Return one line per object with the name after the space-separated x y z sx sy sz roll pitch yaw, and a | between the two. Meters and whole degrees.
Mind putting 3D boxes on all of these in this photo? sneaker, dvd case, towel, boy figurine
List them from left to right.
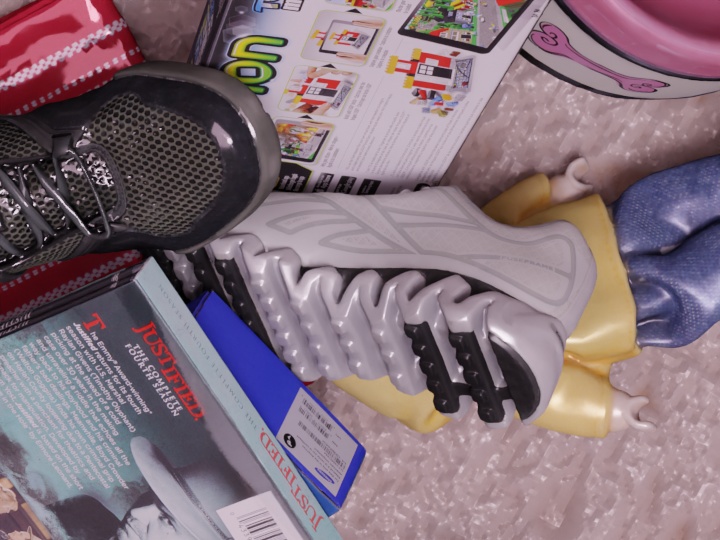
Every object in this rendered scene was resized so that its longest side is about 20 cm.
-0.127 -0.022 0.852 0.199 0.114 0.076 -4 114 34 | sneaker
-0.123 0.089 0.900 0.200 0.022 0.146 -23 111 29 | dvd case
-0.126 -0.009 0.964 0.145 0.022 0.200 -26 101 8 | towel
0.000 0.000 0.901 0.200 0.081 0.075 15 144 28 | sneaker
0.083 0.018 0.928 0.200 0.064 0.124 -25 60 12 | boy figurine

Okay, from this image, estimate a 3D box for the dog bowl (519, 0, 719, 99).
0.128 -0.161 0.857 0.200 0.074 0.200 -3 99 -19 | dog bowl

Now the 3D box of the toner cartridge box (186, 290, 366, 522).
-0.102 0.098 0.938 0.200 0.043 0.095 -36 104 32 | toner cartridge box

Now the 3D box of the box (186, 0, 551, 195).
-0.004 -0.083 0.853 0.110 0.200 0.035 8 65 -12 | box
